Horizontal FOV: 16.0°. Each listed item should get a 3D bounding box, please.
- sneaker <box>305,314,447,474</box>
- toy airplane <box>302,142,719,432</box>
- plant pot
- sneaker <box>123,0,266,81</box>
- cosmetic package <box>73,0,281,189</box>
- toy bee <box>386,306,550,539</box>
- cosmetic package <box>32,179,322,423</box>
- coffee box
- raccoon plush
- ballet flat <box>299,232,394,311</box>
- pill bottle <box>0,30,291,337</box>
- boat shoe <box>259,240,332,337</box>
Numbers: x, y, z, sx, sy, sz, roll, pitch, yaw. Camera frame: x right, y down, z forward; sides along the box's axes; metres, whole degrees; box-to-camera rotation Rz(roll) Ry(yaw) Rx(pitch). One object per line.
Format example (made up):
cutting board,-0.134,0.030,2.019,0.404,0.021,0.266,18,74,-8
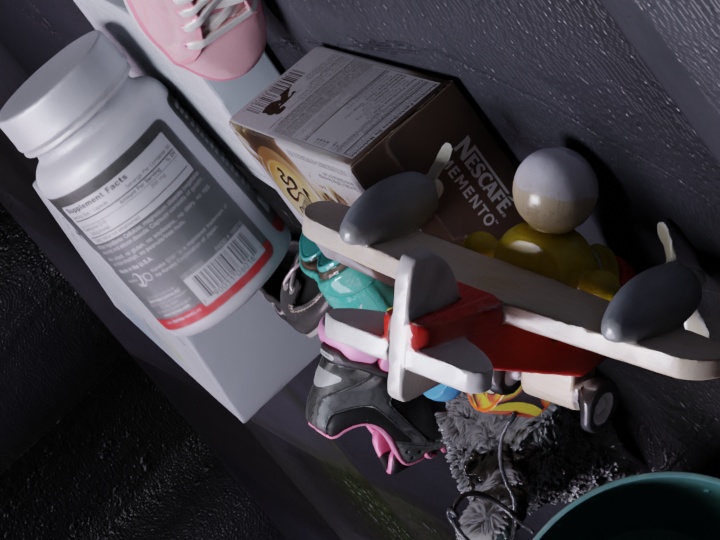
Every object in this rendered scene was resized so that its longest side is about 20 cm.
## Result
sneaker,0.047,0.093,1.718,0.199,0.096,0.079,16,-177,-28
toy airplane,0.076,0.003,1.312,0.199,0.142,0.199,17,-174,-10
plant pot,0.181,0.219,1.555,0.201,0.201,0.161,47,180,3
sneaker,-0.100,-0.177,1.528,0.105,0.075,0.200,43,165,50
cosmetic package,-0.118,-0.146,1.774,0.200,0.052,0.151,34,162,51
toy bee,0.091,0.047,1.509,0.200,0.131,0.109,61,140,18
cosmetic package,-0.148,-0.008,2.199,0.200,0.123,0.200,38,166,36
coffee box,0.015,-0.056,1.499,0.113,0.080,0.200,54,168,-23
raccoon plush,0.105,0.147,1.640,0.097,0.200,0.134,0,138,37
ballet flat,0.000,0.000,1.694,0.071,0.067,0.200,56,-176,-12
pill bottle,-0.151,-0.061,1.778,0.200,0.114,0.114,49,169,-18
boat shoe,-0.050,0.010,2.005,0.057,0.067,0.200,33,174,-10
